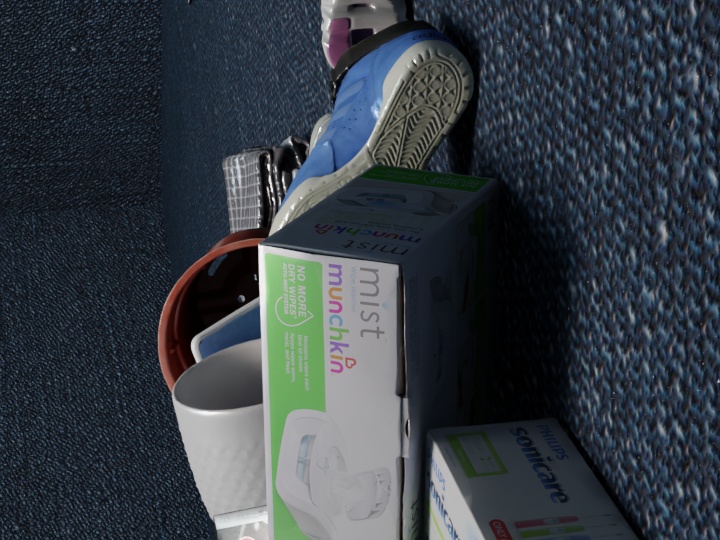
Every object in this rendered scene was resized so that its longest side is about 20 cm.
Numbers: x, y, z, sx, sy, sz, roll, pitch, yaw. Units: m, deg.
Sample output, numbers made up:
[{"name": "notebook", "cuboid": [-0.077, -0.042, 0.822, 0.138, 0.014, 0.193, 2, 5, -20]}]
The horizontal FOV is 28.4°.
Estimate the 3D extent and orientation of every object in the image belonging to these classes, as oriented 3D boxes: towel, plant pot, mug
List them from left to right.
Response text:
[{"name": "plant pot", "cuboid": [-0.100, 0.048, 1.450, 0.195, 0.199, 0.202, -110, 17, -77]}, {"name": "towel", "cuboid": [-0.102, -0.049, 1.634, 0.166, 0.085, 0.201, -174, 80, -77]}, {"name": "mug", "cuboid": [-0.063, 0.156, 1.251, 0.200, 0.147, 0.176, -53, -46, -62]}]

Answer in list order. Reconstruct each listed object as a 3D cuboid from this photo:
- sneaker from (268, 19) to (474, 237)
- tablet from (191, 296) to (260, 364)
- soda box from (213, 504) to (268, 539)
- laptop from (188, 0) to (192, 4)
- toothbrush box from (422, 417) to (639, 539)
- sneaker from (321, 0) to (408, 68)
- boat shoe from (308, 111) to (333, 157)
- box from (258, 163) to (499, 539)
[{"name": "sneaker", "cuboid": [0.000, -0.088, 1.011, 0.200, 0.076, 0.111, -56, 22, 17]}, {"name": "tablet", "cuboid": [-0.077, 0.125, 1.325, 0.014, 0.130, 0.201, 2, 117, 49]}, {"name": "soda box", "cuboid": [-0.005, 0.191, 0.989, 0.071, 0.199, 0.064, -18, 74, 40]}, {"name": "laptop", "cuboid": [-0.365, -0.611, 2.602, 0.200, 0.115, 0.189, 129, 136, -73]}, {"name": "toothbrush box", "cuboid": [0.091, 0.207, 0.809, 0.146, 0.085, 0.201, -117, 27, -63]}, {"name": "sneaker", "cuboid": [-0.001, -0.255, 1.103, 0.089, 0.080, 0.201, -99, 9, -57]}, {"name": "boat shoe", "cuboid": [-0.022, -0.040, 1.287, 0.072, 0.070, 0.202, -109, 21, -67]}, {"name": "box", "cuboid": [0.018, 0.056, 0.892, 0.176, 0.096, 0.201, -40, -46, -58]}]
